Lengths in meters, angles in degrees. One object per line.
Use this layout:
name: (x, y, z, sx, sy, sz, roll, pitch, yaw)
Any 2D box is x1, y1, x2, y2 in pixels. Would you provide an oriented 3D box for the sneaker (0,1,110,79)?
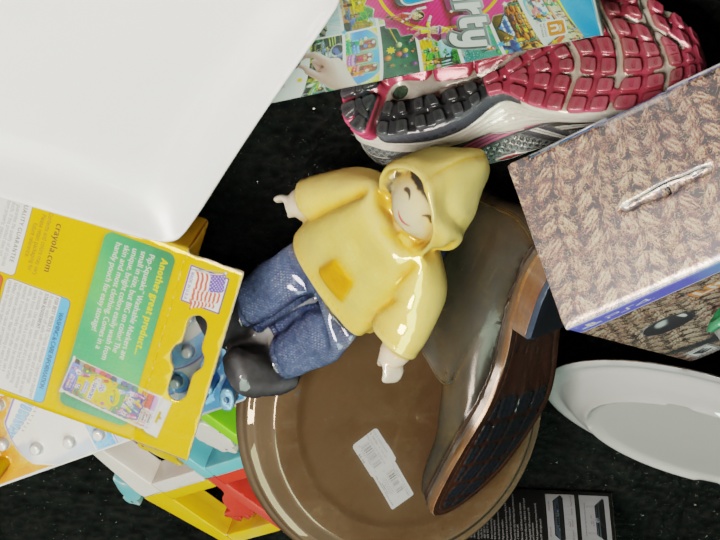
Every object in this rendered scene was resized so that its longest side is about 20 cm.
sneaker: (-0.198, -0.127, 1.436, 0.074, 0.081, 0.200, 33, 126, -30)

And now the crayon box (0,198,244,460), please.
crayon box: (-0.169, 0.012, 1.519, 0.199, 0.052, 0.126, 20, 114, 3)

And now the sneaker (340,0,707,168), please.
sneaker: (0.092, -0.100, 1.489, 0.198, 0.081, 0.075, -7, 151, 16)

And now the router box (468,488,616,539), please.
router box: (0.083, 0.229, 1.840, 0.156, 0.052, 0.201, 3, 136, -5)

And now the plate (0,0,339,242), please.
plate: (-0.141, -0.109, 1.379, 0.198, 0.032, 0.200, 15, 132, -25)

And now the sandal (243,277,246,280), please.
sandal: (-0.059, 0.030, 1.640, 0.200, 0.048, 0.075, 30, 130, -13)

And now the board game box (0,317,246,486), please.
board game box: (-0.191, 0.021, 1.570, 0.199, 0.026, 0.201, -20, 107, 18)

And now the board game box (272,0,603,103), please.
board game box: (0.015, -0.175, 1.410, 0.198, 0.065, 0.148, -11, 136, 8)

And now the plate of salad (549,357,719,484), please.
plate of salad: (0.210, 0.086, 1.657, 0.199, 0.048, 0.200, 15, 162, 5)

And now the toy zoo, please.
toy zoo: (-0.089, 0.121, 1.696, 0.131, 0.021, 0.199, 37, 147, -24)

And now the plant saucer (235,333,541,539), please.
plant saucer: (0.023, 0.083, 1.617, 0.199, 0.029, 0.202, -4, 102, -21)

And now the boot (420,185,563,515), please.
boot: (0.063, 0.042, 1.582, 0.074, 0.097, 0.201, -12, 134, -50)

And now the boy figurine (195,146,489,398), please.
boy figurine: (0.000, 0.000, 1.495, 0.200, 0.125, 0.064, -35, 166, 38)

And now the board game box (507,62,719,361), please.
board game box: (0.200, -0.032, 1.481, 0.159, 0.097, 0.200, -25, 163, 22)

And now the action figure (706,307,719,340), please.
action figure: (0.250, 0.033, 1.487, 0.118, 0.055, 0.199, -26, 159, 34)
